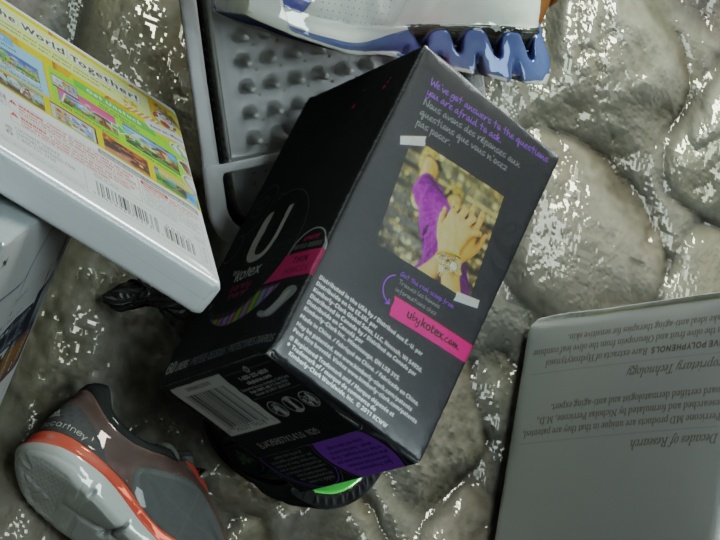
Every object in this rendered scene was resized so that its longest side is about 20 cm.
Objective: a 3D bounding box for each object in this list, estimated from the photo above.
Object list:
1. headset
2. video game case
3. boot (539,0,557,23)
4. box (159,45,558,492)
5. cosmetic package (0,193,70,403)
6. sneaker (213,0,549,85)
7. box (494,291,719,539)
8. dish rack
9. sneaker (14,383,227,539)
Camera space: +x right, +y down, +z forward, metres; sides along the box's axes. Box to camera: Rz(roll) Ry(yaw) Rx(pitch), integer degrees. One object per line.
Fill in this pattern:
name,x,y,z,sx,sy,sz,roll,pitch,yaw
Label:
headset,-0.054,0.056,1.584,0.200,0.094,0.124,38,63,-46
video game case,-0.161,-0.078,1.370,0.199,0.182,0.023,32,110,-26
boot,0.050,-0.222,1.684,0.200,0.077,0.155,53,49,-9
box,0.000,0.000,1.496,0.106,0.122,0.201,38,61,-21
cosmetic package,-0.203,0.048,1.354,0.051,0.151,0.201,26,107,6
sneaker,0.020,-0.172,1.535,0.198,0.080,0.116,8,95,-26
box,0.221,0.128,1.698,0.198,0.199,0.173,22,70,-35
dish rack,-0.018,-0.121,1.591,0.170,0.044,0.201,-11,105,-15
sneaker,-0.096,0.139,1.527,0.200,0.077,0.082,50,52,-24
